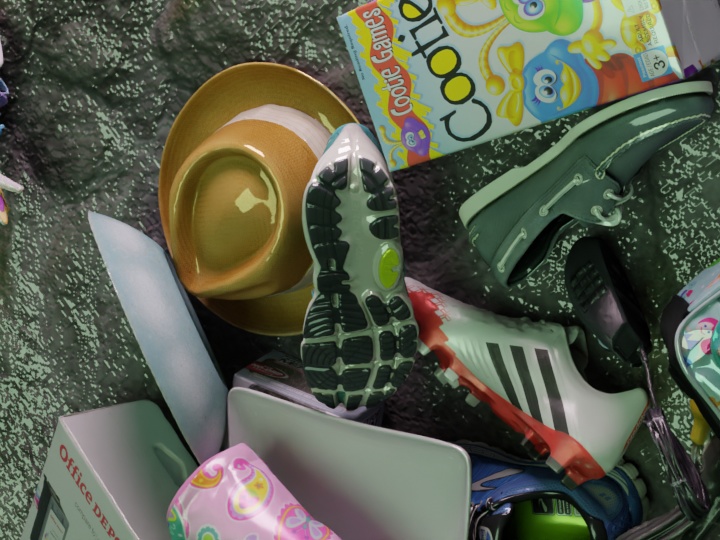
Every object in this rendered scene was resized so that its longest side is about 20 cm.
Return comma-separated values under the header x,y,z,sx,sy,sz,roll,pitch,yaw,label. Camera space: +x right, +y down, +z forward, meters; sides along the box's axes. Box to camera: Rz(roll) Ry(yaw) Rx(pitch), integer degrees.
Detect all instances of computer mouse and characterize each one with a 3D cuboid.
x,y,z,sx,sy,sz,roll,pitch,yaw,label
0.165,0.065,1.060,0.034,0.059,0.201,-28,54,17,computer mouse

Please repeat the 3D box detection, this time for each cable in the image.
x,y,z,sx,sy,sz,roll,pitch,yaw,label
0.223,0.132,1.089,0.096,0.050,0.201,20,113,-15,cable

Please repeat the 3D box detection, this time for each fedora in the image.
x,y,z,sx,sy,sz,roll,pitch,yaw,label
-0.077,-0.040,1.191,0.199,0.082,0.203,10,111,27,fedora

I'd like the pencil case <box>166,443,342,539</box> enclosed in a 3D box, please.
x,y,z,sx,sy,sz,roll,pitch,yaw,label
-0.038,0.206,1.129,0.200,0.087,0.088,42,121,19,pencil case

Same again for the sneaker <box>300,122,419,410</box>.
x,y,z,sx,sy,sz,roll,pitch,yaw,label
0.000,0.000,1.126,0.077,0.080,0.202,1,119,-1,sneaker

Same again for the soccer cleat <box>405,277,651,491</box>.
x,y,z,sx,sy,sz,roll,pitch,yaw,label
0.102,0.057,1.139,0.085,0.069,0.200,-46,60,-6,soccer cleat

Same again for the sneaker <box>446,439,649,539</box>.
x,y,z,sx,sy,sz,roll,pitch,yaw,label
0.088,0.162,1.161,0.198,0.089,0.079,-7,101,30,sneaker

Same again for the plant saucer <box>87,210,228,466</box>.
x,y,z,sx,sy,sz,roll,pitch,yaw,label
-0.132,0.043,1.211,0.038,0.201,0.203,-25,94,-3,plant saucer

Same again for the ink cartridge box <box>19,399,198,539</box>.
x,y,z,sx,sy,sz,roll,pitch,yaw,label
-0.185,0.221,1.302,0.148,0.085,0.201,49,133,34,ink cartridge box

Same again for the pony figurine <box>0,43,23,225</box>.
x,y,z,sx,sy,sz,roll,pitch,yaw,label
-0.341,-0.116,1.292,0.191,0.166,0.202,-13,84,24,pony figurine

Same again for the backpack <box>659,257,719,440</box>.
x,y,z,sx,sy,sz,roll,pitch,yaw,label
0.287,0.041,0.963,0.199,0.151,0.178,-35,94,2,backpack

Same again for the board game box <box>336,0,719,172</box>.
x,y,z,sx,sy,sz,roll,pitch,yaw,label
0.104,-0.143,1.044,0.198,0.103,0.106,-16,98,32,board game box

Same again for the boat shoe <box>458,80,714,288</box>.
x,y,z,sx,sy,sz,roll,pitch,yaw,label
0.144,-0.052,1.064,0.199,0.072,0.062,-32,71,40,boat shoe

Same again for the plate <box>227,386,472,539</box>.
x,y,z,sx,sy,sz,roll,pitch,yaw,label
-0.004,0.187,1.172,0.198,0.032,0.202,12,112,34,plate

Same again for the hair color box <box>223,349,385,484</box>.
x,y,z,sx,sy,sz,roll,pitch,yaw,label
-0.050,0.171,1.258,0.098,0.061,0.202,19,114,23,hair color box
